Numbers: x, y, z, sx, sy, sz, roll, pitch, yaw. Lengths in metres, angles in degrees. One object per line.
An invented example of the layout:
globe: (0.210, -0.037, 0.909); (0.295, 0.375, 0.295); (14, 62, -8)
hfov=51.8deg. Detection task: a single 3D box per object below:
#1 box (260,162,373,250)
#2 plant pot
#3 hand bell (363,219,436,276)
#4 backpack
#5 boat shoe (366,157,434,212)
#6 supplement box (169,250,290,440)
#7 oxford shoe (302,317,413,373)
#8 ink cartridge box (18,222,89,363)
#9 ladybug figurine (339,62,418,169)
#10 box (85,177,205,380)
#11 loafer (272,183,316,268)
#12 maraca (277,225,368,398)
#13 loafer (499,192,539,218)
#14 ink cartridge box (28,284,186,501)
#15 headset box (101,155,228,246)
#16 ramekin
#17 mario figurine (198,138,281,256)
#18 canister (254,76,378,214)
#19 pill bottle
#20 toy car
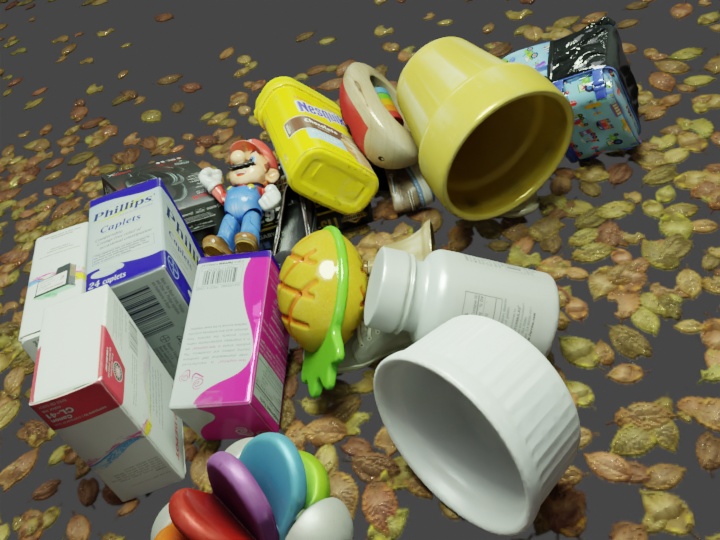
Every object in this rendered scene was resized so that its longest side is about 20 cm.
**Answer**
box: (-0.087, -0.115, 1.157); (0.197, 0.050, 0.161); (-15, 44, 3)
plant pot: (0.145, -0.202, 0.973); (0.199, 0.202, 0.190); (-26, 54, -9)
hand bell: (0.000, 0.000, 0.959); (0.196, 0.105, 0.105); (-7, 43, 9)
backpack: (0.288, -0.242, 1.070); (0.197, 0.182, 0.136); (-9, 58, 30)
boat shoe: (0.042, -0.162, 1.143); (0.072, 0.073, 0.201); (-24, 43, -5)
supplement box: (-0.149, 0.091, 0.897); (0.099, 0.104, 0.203); (-5, 55, 13)
oxford shoe: (0.020, 0.074, 0.916); (0.197, 0.058, 0.076); (-15, 46, 7)
ink cartridge box: (-0.377, 0.058, 1.002); (0.083, 0.146, 0.201); (-18, 42, -1)
ladybug figurine: (0.024, -0.222, 1.082); (0.072, 0.135, 0.202); (-41, 50, 25)
box: (-0.270, 0.012, 0.985); (0.103, 0.185, 0.201); (-21, 42, -1)
loafer: (-0.096, -0.028, 1.022); (0.071, 0.063, 0.203); (-5, 61, 8)
maraca: (-0.045, 0.046, 0.873); (0.105, 0.137, 0.203); (8, 66, -20)
loafer: (0.200, -0.152, 1.080); (0.075, 0.069, 0.201); (-19, 42, -2)
ink cartridge box: (-0.279, 0.142, 0.841); (0.084, 0.202, 0.149); (-19, 42, 0)
headset box: (-0.295, -0.099, 1.161); (0.147, 0.078, 0.199); (-21, 37, -31)
ramekin: (0.114, 0.142, 0.715); (0.097, 0.203, 0.199); (-34, 44, -28)
mario figurine: (-0.177, -0.116, 1.068); (0.121, 0.106, 0.202); (14, 54, -11)
canister: (-0.064, -0.182, 1.082); (0.087, 0.147, 0.201); (-50, 40, 23)
pill bottle: (0.109, 0.039, 0.825); (0.197, 0.115, 0.115); (12, 43, -8)
toy car: (-0.117, 0.241, 0.719); (0.199, 0.151, 0.174); (-40, 46, -23)
